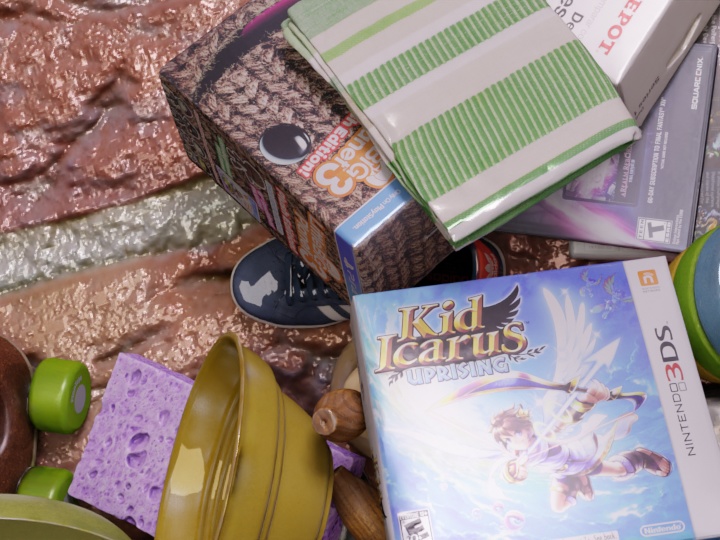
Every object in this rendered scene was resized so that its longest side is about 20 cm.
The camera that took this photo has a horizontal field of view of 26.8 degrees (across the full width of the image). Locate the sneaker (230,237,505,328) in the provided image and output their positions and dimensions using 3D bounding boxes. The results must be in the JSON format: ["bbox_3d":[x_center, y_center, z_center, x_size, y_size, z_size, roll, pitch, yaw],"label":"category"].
[{"bbox_3d":[0.000,0.000,1.059,0.199,0.085,0.075,-6,86,9],"label":"sneaker"}]

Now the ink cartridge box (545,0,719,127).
[{"bbox_3d":[0.132,-0.206,1.020,0.199,0.084,0.146,30,82,22],"label":"ink cartridge box"}]

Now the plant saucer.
[{"bbox_3d":[-0.242,0.200,1.050,0.199,0.200,0.031,-7,56,9],"label":"plant saucer"}]

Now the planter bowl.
[{"bbox_3d":[-0.070,0.146,0.979,0.083,0.200,0.201,14,89,-16],"label":"planter bowl"}]

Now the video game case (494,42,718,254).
[{"bbox_3d":[0.139,-0.094,1.054,0.199,0.019,0.144,7,89,17],"label":"video game case"}]

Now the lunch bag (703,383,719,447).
[{"bbox_3d":[0.262,0.174,0.988,0.163,0.118,0.201,-14,90,8],"label":"lunch bag"}]

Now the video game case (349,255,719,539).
[{"bbox_3d":[0.104,0.090,0.897,0.199,0.046,0.182,-7,61,-5],"label":"video game case"}]

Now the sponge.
[{"bbox_3d":[-0.103,0.147,1.073,0.199,0.030,0.112,22,91,21],"label":"sponge"}]

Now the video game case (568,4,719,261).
[{"bbox_3d":[0.239,-0.106,1.057,0.181,0.023,0.201,1,86,10],"label":"video game case"}]

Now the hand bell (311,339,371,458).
[{"bbox_3d":[0.005,0.087,0.991,0.104,0.200,0.105,0,90,14],"label":"hand bell"}]

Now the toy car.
[{"bbox_3d":[-0.301,0.119,1.045,0.163,0.200,0.159,6,88,10],"label":"toy car"}]

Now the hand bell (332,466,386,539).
[{"bbox_3d":[0.045,0.213,1.010,0.104,0.104,0.200,-41,91,5],"label":"hand bell"}]

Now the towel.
[{"bbox_3d":[0.061,-0.122,0.940,0.152,0.023,0.200,-30,66,-12],"label":"towel"}]

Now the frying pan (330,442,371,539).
[{"bbox_3d":[-0.071,0.150,1.095,0.115,0.031,0.190,-45,84,3],"label":"frying pan"}]

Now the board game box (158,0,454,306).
[{"bbox_3d":[-0.006,-0.096,1.008,0.159,0.097,0.200,-41,62,-16],"label":"board game box"}]

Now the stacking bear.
[{"bbox_3d":[0.240,0.025,0.972,0.113,0.200,0.122,-7,79,-28],"label":"stacking bear"}]
